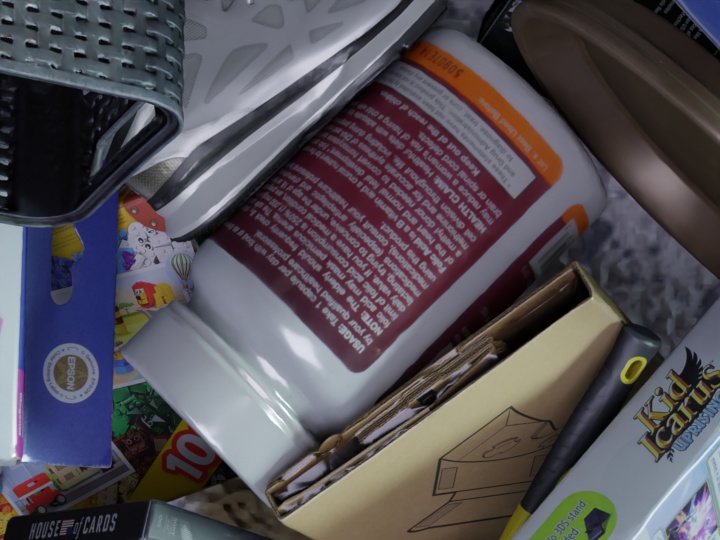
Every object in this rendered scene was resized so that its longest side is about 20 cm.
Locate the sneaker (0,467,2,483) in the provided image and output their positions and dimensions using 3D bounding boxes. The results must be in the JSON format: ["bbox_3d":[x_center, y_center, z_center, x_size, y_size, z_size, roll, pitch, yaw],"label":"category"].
[{"bbox_3d":[-0.199,0.055,0.982,0.077,0.085,0.200,3,115,9],"label":"sneaker"}]

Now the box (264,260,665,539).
[{"bbox_3d":[0.064,0.080,0.970,0.163,0.200,0.021,-37,61,7],"label":"box"}]

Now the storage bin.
[{"bbox_3d":[-0.176,-0.094,0.820,0.200,0.094,0.135,11,156,-27],"label":"storage bin"}]

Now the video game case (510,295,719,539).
[{"bbox_3d":[0.132,0.134,0.956,0.045,0.181,0.200,33,161,32],"label":"video game case"}]

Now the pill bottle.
[{"bbox_3d":[0.000,0.000,0.946,0.200,0.114,0.114,-44,102,-7],"label":"pill bottle"}]

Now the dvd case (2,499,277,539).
[{"bbox_3d":[-0.049,0.150,1.019,0.200,0.025,0.150,22,160,-29],"label":"dvd case"}]

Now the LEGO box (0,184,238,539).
[{"bbox_3d":[-0.136,0.041,1.055,0.200,0.077,0.149,-21,109,19],"label":"LEGO box"}]

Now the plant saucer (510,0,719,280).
[{"bbox_3d":[0.138,-0.040,0.860,0.029,0.200,0.200,-44,102,-5],"label":"plant saucer"}]

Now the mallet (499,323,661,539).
[{"bbox_3d":[0.079,0.112,0.939,0.066,0.041,0.200,26,108,-32],"label":"mallet"}]

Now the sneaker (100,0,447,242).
[{"bbox_3d":[-0.043,-0.118,0.938,0.200,0.076,0.115,-43,99,-3],"label":"sneaker"}]

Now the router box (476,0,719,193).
[{"bbox_3d":[0.163,-0.138,0.929,0.149,0.051,0.200,32,116,-7],"label":"router box"}]

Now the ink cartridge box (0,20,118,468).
[{"bbox_3d":[-0.188,-0.019,0.909,0.200,0.043,0.197,4,80,-26],"label":"ink cartridge box"}]

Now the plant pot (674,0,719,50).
[{"bbox_3d":[0.213,-0.142,0.788,0.200,0.200,0.180,43,115,-12],"label":"plant pot"}]
